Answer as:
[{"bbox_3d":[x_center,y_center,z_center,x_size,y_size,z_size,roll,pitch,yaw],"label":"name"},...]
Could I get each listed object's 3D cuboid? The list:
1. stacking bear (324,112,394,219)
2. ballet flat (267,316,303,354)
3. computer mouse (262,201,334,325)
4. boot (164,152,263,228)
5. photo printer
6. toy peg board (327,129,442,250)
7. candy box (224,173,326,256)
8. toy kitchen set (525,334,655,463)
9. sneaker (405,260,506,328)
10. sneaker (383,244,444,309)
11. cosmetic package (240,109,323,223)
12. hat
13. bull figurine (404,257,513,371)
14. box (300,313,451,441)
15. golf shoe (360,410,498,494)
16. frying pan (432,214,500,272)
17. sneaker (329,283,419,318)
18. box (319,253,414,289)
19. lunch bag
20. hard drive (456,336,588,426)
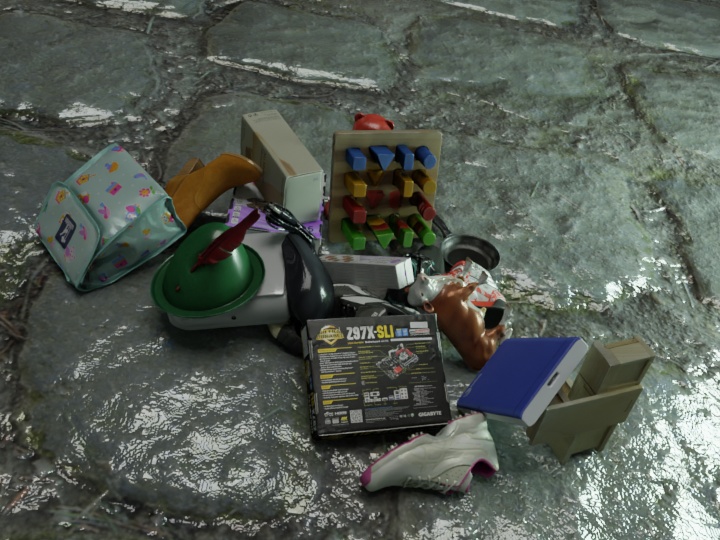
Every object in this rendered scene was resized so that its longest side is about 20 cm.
[{"bbox_3d":[0.011,-0.190,1.412,0.119,0.203,0.114,19,39,10],"label":"stacking bear"},{"bbox_3d":[-0.047,0.103,1.166,0.196,0.058,0.067,18,40,9],"label":"ballet flat"},{"bbox_3d":[-0.081,-0.007,1.167,0.052,0.138,0.203,-25,59,18],"label":"computer mouse"},{"bbox_3d":[-0.265,-0.125,1.314,0.198,0.071,0.146,5,59,38],"label":"boot"},{"bbox_3d":[-0.204,0.015,1.196,0.195,0.070,0.168,-4,40,2],"label":"photo printer"},{"bbox_3d":[0.053,-0.131,1.335,0.196,0.203,0.098,-4,29,-17],"label":"toy peg board"},{"bbox_3d":[-0.148,-0.102,1.370,0.164,0.072,0.202,7,40,-5],"label":"candy box"},{"bbox_3d":[0.267,0.145,1.084,0.160,0.203,0.182,-8,43,-24],"label":"toy kitchen set"},{"bbox_3d":[0.150,0.029,1.276,0.198,0.068,0.109,15,35,-25],"label":"sneaker"},{"bbox_3d":[0.098,0.004,1.302,0.074,0.080,0.201,16,37,15],"label":"sneaker"},{"bbox_3d":[-0.140,-0.180,1.326,0.070,0.107,0.201,-14,45,-25],"label":"cosmetic package"},{"bbox_3d":[-0.221,-0.052,1.083,0.195,0.178,0.167,-6,42,1],"label":"hat"},{"bbox_3d":[0.156,0.060,1.182,0.121,0.201,0.065,-40,21,-6],"label":"bull figurine"},{"bbox_3d":[0.022,0.148,1.083,0.196,0.049,0.163,-3,69,-16],"label":"box"},{"bbox_3d":[0.097,0.258,1.013,0.197,0.076,0.093,-18,66,-20],"label":"golf shoe"},{"bbox_3d":[0.168,-0.044,1.415,0.188,0.031,0.115,28,42,23],"label":"frying pan"},{"bbox_3d":[0.010,0.070,1.192,0.196,0.068,0.090,18,8,5],"label":"sneaker"},{"bbox_3d":[0.000,0.000,1.237,0.038,0.042,0.198,-24,18,-40],"label":"box"},{"bbox_3d":[-0.413,-0.079,1.236,0.199,0.123,0.170,-39,61,-16],"label":"lunch bag"},{"bbox_3d":[0.216,0.148,1.056,0.025,0.200,0.132,43,75,-8],"label":"hard drive"}]
